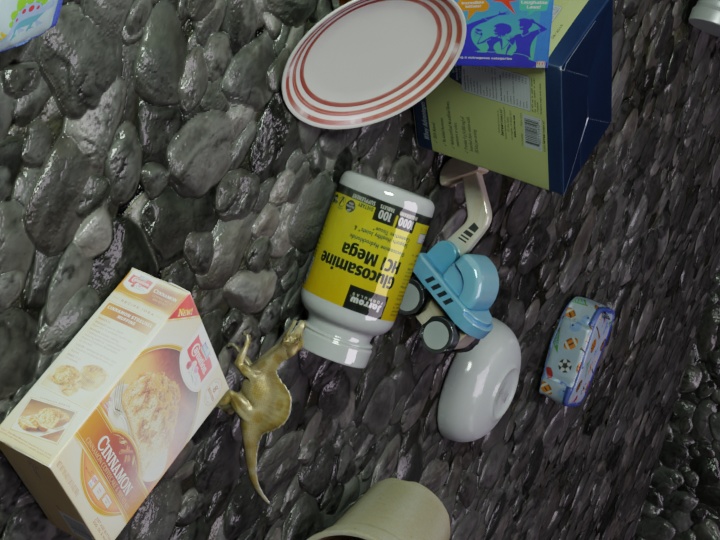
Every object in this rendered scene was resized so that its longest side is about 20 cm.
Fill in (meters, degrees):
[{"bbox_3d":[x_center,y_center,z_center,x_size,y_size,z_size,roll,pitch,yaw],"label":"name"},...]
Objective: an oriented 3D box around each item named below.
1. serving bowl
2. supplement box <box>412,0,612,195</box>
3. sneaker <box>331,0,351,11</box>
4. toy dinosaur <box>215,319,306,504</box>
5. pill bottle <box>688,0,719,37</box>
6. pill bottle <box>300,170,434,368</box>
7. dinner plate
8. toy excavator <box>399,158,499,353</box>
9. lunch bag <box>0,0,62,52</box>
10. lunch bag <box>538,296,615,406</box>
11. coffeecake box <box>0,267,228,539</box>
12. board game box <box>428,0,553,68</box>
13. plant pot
[{"bbox_3d":[0.195,0.177,2.057,0.200,0.065,0.201,-44,146,-40],"label":"serving bowl"},{"bbox_3d":[0.173,-0.226,1.549,0.135,0.199,0.201,-53,151,-30],"label":"supplement box"},{"bbox_3d":[-0.003,-0.304,1.293,0.073,0.077,0.200,-63,153,-11],"label":"sneaker"},{"bbox_3d":[-0.116,0.140,1.388,0.058,0.101,0.202,-8,117,-61],"label":"toy dinosaur"},{"bbox_3d":[0.654,-0.517,2.350,0.116,0.115,0.202,16,96,-64],"label":"pill bottle"},{"bbox_3d":[0.000,0.000,1.491,0.112,0.112,0.202,10,101,-64],"label":"pill bottle"},{"bbox_3d":[0.012,-0.216,1.347,0.199,0.024,0.201,-20,152,-11],"label":"dinner plate"},{"bbox_3d":[0.129,-0.018,1.723,0.200,0.195,0.100,-45,159,18],"label":"toy excavator"},{"bbox_3d":[-0.262,-0.215,0.807,0.170,0.127,0.202,-39,133,-45],"label":"lunch bag"},{"bbox_3d":[0.391,0.143,2.403,0.160,0.075,0.202,15,97,-66],"label":"lunch bag"},{"bbox_3d":[-0.218,0.126,1.213,0.201,0.073,0.154,-54,150,-28],"label":"coffeecake box"},{"bbox_3d":[0.118,-0.284,1.337,0.201,0.151,0.045,83,11,-57],"label":"board game box"},{"bbox_3d":[0.030,0.379,1.786,0.184,0.199,0.202,-49,150,-57],"label":"plant pot"}]
